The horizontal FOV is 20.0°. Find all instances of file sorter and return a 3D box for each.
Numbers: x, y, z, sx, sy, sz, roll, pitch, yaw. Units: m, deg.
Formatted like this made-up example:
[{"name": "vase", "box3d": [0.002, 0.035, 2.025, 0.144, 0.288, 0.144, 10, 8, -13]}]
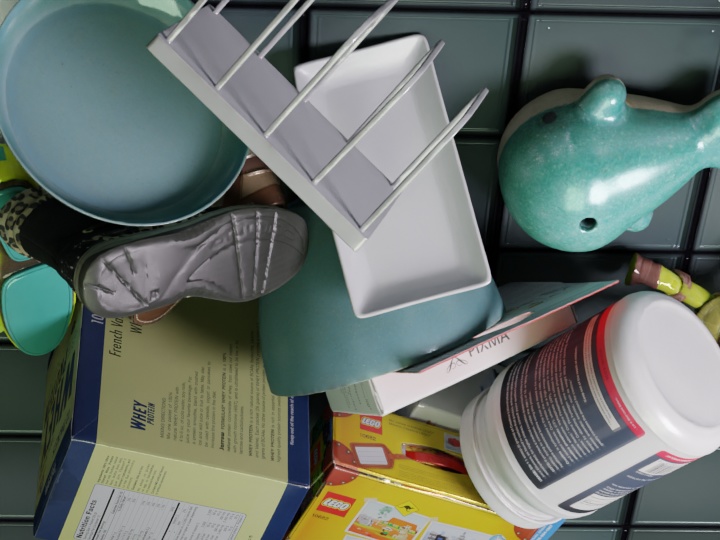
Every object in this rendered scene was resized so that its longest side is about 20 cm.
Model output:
[{"name": "file sorter", "box3d": [-0.022, -0.140, 1.426, 0.200, 0.139, 0.125, 44, 110, -3]}]

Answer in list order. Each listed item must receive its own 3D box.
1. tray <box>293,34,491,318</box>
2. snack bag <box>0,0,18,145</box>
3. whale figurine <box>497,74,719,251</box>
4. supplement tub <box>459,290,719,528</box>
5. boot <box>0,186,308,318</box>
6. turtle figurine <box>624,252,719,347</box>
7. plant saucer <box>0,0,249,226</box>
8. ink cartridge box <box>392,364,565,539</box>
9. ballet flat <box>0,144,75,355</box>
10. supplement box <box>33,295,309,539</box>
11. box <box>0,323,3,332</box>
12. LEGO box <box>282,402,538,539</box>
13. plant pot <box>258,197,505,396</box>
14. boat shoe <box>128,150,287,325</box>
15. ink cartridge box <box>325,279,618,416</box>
[{"name": "tray", "box3d": [0.023, -0.071, 1.532, 0.106, 0.202, 0.022, -14, 169, -1]}, {"name": "snack bag", "box3d": [-0.326, -0.151, 1.546, 0.198, 0.022, 0.190, -6, 135, 3]}, {"name": "whale figurine", "box3d": [0.206, -0.079, 1.579, 0.198, 0.104, 0.160, -11, 134, 9]}, {"name": "supplement tub", "box3d": [0.191, 0.117, 1.660, 0.140, 0.141, 0.199, 31, 135, -29]}, {"name": "boot", "box3d": [-0.155, -0.028, 1.522, 0.202, 0.153, 0.074, -12, 115, -37]}, {"name": "turtle figurine", "box3d": [0.297, 0.050, 1.711, 0.160, 0.065, 0.202, 10, 113, -1]}, {"name": "plant saucer", "box3d": [-0.173, -0.121, 1.467, 0.199, 0.202, 0.027, 18, 152, -19]}, {"name": "ink cartridge box", "box3d": [0.103, 0.160, 1.832, 0.199, 0.086, 0.147, 18, 132, -20]}, {"name": "ballet flat", "box3d": [-0.270, -0.020, 1.635, 0.066, 0.067, 0.201, -15, 138, -11]}, {"name": "supplement box", "box3d": [-0.157, 0.124, 1.703, 0.198, 0.201, 0.135, 13, 134, -16]}, {"name": "box", "box3d": [-0.380, 0.000, 1.667, 0.121, 0.048, 0.200, -28, 136, 24]}, {"name": "LEGO box", "box3d": [0.037, 0.207, 1.762, 0.198, 0.078, 0.149, 18, 132, -17]}, {"name": "plant pot", "box3d": [0.000, 0.000, 1.614, 0.199, 0.200, 0.136, -18, 98, 15]}, {"name": "boat shoe", "box3d": [-0.126, -0.017, 1.610, 0.075, 0.072, 0.200, -7, 146, -46]}, {"name": "ink cartridge box", "box3d": [0.090, 0.061, 1.627, 0.199, 0.173, 0.044, -23, 100, -25]}]
